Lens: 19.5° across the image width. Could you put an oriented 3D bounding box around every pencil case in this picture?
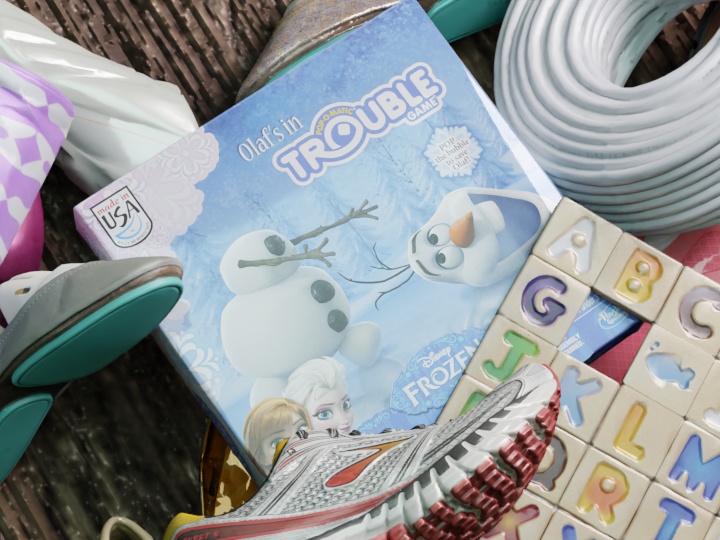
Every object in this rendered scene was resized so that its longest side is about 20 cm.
[{"bbox_3d":[-0.208,-0.016,0.970,0.085,0.084,0.200,36,71,-41],"label":"pencil case"}]

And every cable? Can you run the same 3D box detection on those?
[{"bbox_3d":[0.157,-0.109,1.039,0.200,0.069,0.200,-13,54,33],"label":"cable"}]

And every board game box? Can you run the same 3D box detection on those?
[{"bbox_3d":[0.000,0.000,1.005,0.200,0.043,0.199,-34,79,-13],"label":"board game box"}]

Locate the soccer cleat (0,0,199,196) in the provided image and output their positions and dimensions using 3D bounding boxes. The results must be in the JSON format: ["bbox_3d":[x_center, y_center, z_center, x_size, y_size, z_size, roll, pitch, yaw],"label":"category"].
[{"bbox_3d":[-0.138,-0.084,1.072,0.200,0.069,0.078,44,69,1],"label":"soccer cleat"}]

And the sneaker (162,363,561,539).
[{"bbox_3d":[0.003,0.093,0.914,0.200,0.078,0.082,-30,64,-17],"label":"sneaker"}]

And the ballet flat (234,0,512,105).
[{"bbox_3d":[0.011,-0.138,1.109,0.200,0.068,0.067,-26,58,-18],"label":"ballet flat"}]

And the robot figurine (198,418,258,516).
[{"bbox_3d":[-0.015,0.069,1.037,0.145,0.058,0.200,13,73,-2],"label":"robot figurine"}]

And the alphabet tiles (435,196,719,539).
[{"bbox_3d":[0.142,0.083,0.970,0.200,0.008,0.167,29,75,3],"label":"alphabet tiles"}]

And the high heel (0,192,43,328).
[{"bbox_3d":[-0.260,-0.017,1.035,0.200,0.067,0.096,15,80,-16],"label":"high heel"}]

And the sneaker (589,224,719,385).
[{"bbox_3d":[0.171,0.003,1.080,0.200,0.074,0.087,-32,89,-7],"label":"sneaker"}]

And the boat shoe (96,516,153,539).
[{"bbox_3d":[-0.080,0.181,0.932,0.072,0.076,0.200,-3,29,-37],"label":"boat shoe"}]

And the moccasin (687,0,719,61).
[{"bbox_3d":[0.253,-0.152,1.128,0.201,0.074,0.078,-38,67,-24],"label":"moccasin"}]

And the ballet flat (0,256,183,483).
[{"bbox_3d":[-0.158,0.037,0.977,0.067,0.200,0.064,-7,59,-50],"label":"ballet flat"}]
